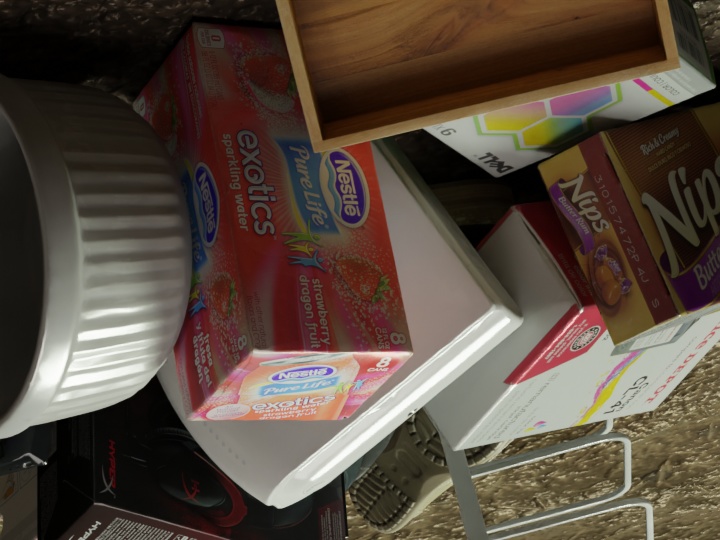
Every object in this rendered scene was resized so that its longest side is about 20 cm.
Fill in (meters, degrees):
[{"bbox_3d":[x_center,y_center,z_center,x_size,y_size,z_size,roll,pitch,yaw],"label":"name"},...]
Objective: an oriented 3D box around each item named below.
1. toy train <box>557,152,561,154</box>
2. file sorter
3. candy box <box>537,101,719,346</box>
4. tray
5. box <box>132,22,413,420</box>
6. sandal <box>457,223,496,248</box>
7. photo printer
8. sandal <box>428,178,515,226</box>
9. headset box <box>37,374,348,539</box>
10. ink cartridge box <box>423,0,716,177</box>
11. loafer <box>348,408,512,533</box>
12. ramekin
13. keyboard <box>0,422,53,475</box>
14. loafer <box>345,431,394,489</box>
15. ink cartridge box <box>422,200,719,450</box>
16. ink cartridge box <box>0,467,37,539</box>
[{"bbox_3d":[0.185,-0.064,1.741,0.046,0.034,0.200,-37,147,23],"label":"toy train"},{"bbox_3d":[0.114,0.105,1.884,0.124,0.201,0.139,-16,156,0],"label":"file sorter"},{"bbox_3d":[0.201,-0.035,1.630,0.056,0.117,0.200,-28,171,39],"label":"candy box"},{"bbox_3d":[0.060,-0.135,1.449,0.199,0.099,0.037,-13,-160,5],"label":"tray"},{"bbox_3d":[-0.050,-0.025,1.507,0.102,0.201,0.095,2,153,-28],"label":"box"},{"bbox_3d":[0.077,0.005,1.739,0.200,0.043,0.076,-15,149,-41],"label":"sandal"},{"bbox_3d":[-0.027,0.028,1.612,0.200,0.167,0.069,-39,160,11],"label":"photo printer"},{"bbox_3d":[-0.001,-0.002,1.745,0.211,0.070,0.078,-11,156,0],"label":"sandal"},{"bbox_3d":[-0.095,0.121,1.682,0.199,0.149,0.075,19,137,-28],"label":"headset box"},{"bbox_3d":[0.089,-0.108,1.562,0.199,0.060,0.104,-21,156,22],"label":"ink cartridge box"},{"bbox_3d":[0.065,0.121,2.057,0.200,0.076,0.068,-42,175,39],"label":"loafer"},{"bbox_3d":[-0.177,-0.011,1.499,0.105,0.201,0.200,-5,157,-37],"label":"ramekin"},{"bbox_3d":[-0.190,0.041,1.614,0.127,0.200,0.021,-15,131,14],"label":"keyboard"},{"bbox_3d":[0.001,0.087,1.970,0.072,0.073,0.200,-33,164,-33],"label":"loafer"},{"bbox_3d":[0.138,0.026,1.695,0.200,0.086,0.148,-6,145,-45],"label":"ink cartridge box"},{"bbox_3d":[-0.233,0.119,1.777,0.045,0.177,0.200,6,152,-33],"label":"ink cartridge box"}]
